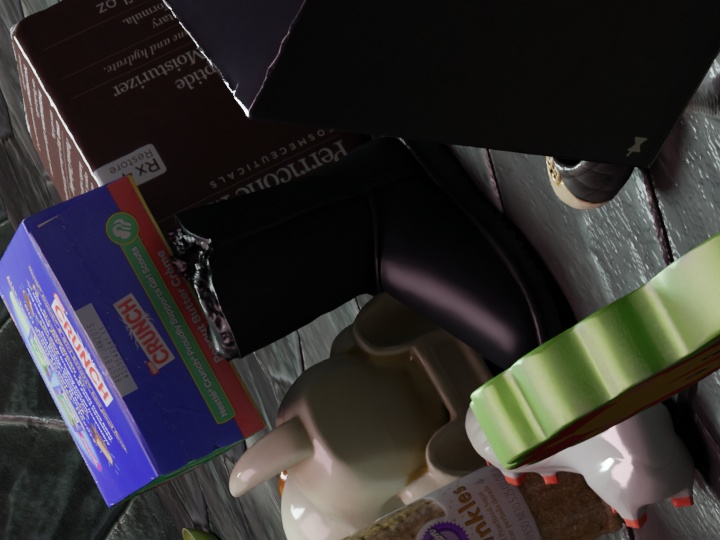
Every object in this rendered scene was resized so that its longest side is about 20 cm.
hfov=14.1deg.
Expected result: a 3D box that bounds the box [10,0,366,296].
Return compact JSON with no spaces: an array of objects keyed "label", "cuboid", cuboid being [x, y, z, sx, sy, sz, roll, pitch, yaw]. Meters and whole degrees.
[{"label":"box","cuboid":[-0.106,-0.077,1.880,0.200,0.166,0.164,59,166,20]}]

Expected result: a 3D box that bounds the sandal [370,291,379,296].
[{"label":"sandal","cuboid":[0.001,0.000,1.772,0.076,0.043,0.200,17,173,10]}]

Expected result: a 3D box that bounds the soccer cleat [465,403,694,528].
[{"label":"soccer cleat","cuboid":[0.111,0.075,1.514,0.200,0.069,0.078,18,128,65]}]

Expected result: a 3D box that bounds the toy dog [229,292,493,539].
[{"label":"toy dog","cuboid":[0.013,0.126,1.754,0.140,0.194,0.200,51,156,18]}]

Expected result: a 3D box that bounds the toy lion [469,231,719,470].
[{"label":"toy lion","cuboid":[0.128,0.006,0.959,0.069,0.192,0.200,62,168,9]}]

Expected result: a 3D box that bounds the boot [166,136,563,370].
[{"label":"boot","cuboid":[0.000,0.014,1.604,0.200,0.168,0.076,55,163,38]}]

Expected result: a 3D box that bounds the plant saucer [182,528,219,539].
[{"label":"plant saucer","cuboid":[-0.150,0.384,3.404,0.200,0.031,0.200,59,168,21]}]

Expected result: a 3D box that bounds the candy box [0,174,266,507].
[{"label":"candy box","cuboid":[-0.143,0.046,1.738,0.169,0.077,0.200,63,166,2]}]

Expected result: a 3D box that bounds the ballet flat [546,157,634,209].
[{"label":"ballet flat","cuboid":[0.090,-0.088,1.268,0.066,0.057,0.200,59,167,28]}]

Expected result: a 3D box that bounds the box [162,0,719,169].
[{"label":"box","cuboid":[0.016,-0.138,1.084,0.182,0.200,0.104,53,125,38]}]

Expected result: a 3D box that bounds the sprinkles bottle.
[{"label":"sprinkles bottle","cuboid":[0.045,0.157,1.623,0.068,0.200,0.068,60,168,21]}]
